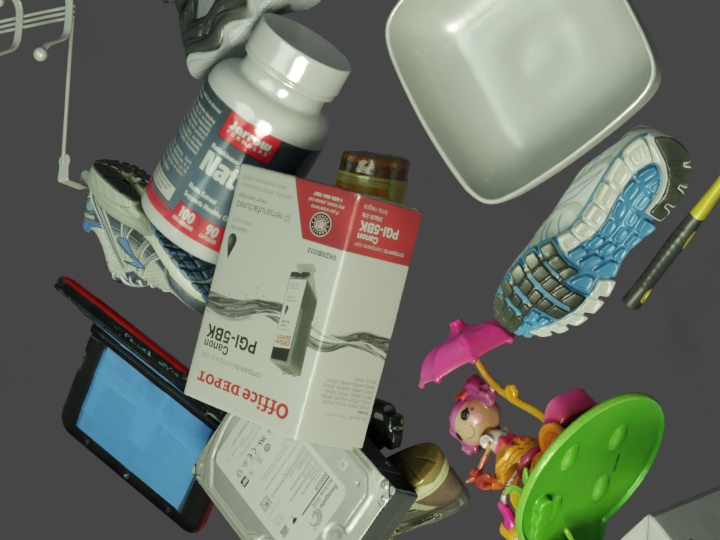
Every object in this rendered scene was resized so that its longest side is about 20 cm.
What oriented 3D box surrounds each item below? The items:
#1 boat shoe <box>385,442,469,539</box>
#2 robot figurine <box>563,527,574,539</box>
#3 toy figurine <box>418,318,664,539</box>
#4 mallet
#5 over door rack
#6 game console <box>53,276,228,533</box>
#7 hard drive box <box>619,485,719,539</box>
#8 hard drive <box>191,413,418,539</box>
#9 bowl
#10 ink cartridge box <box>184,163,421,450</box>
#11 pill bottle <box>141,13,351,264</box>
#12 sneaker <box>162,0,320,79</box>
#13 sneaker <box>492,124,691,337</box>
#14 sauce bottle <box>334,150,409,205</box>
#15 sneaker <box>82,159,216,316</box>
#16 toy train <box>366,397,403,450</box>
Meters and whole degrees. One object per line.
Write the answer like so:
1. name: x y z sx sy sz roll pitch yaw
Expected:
1. boat shoe: 0.007 0.209 1.441 0.199 0.073 0.065 -25 114 41
2. robot figurine: 0.180 0.300 1.278 0.115 0.174 0.202 -19 59 45
3. toy figurine: 0.123 0.127 1.357 0.184 0.149 0.202 43 137 37
4. mallet: 0.268 -0.050 1.299 0.041 0.066 0.201 45 127 20
5. over door rack: -0.343 -0.171 1.646 0.146 0.066 0.203 -6 88 32
6. game console: -0.212 0.125 1.549 0.199 0.173 0.119 34 81 26
7. hard drive box: 0.267 0.242 1.207 0.077 0.199 0.156 -47 68 24
8. hard drive: -0.053 0.179 1.421 0.140 0.038 0.200 -55 49 13
9. bowl: 0.136 -0.175 1.350 0.199 0.074 0.201 -36 74 27
10. ink cartridge box: -0.049 0.028 1.371 0.146 0.082 0.202 16 92 43
11. pill bottle: -0.096 -0.115 1.465 0.119 0.119 0.201 41 111 24
12. sneaker: -0.101 -0.266 1.490 0.199 0.075 0.115 -38 75 29
13. sneaker: 0.178 -0.033 1.324 0.075 0.087 0.200 38 105 -16
14. sauce bottle: 0.000 0.000 1.443 0.065 0.066 0.203 10 96 30
15. sneaker: -0.190 -0.015 1.563 0.200 0.077 0.086 45 123 30
16. toy train: -0.047 0.112 1.492 0.198 0.034 0.046 16 96 30
